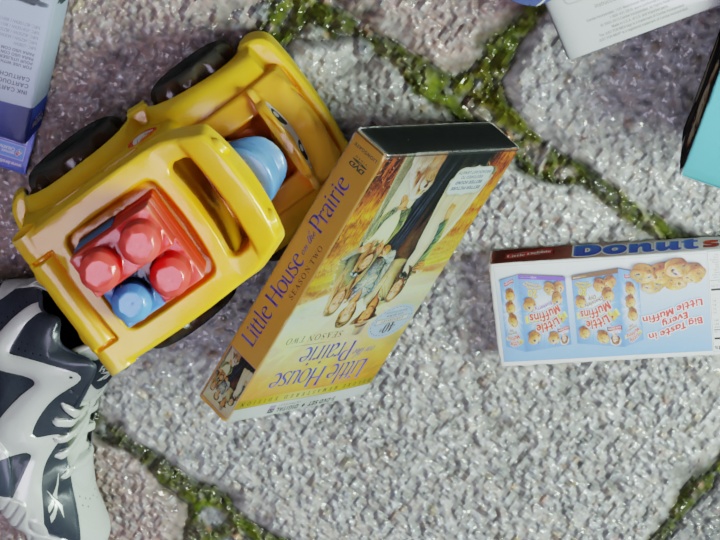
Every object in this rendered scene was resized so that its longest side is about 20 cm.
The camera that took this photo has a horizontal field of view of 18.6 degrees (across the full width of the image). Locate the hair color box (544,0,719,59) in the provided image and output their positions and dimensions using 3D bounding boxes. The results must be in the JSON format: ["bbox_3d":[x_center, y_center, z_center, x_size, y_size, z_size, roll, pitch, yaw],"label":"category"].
[{"bbox_3d":[0.127,-0.232,1.235,0.099,0.061,0.201,-19,110,17],"label":"hair color box"}]

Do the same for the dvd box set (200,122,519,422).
[{"bbox_3d":[0.000,0.000,1.316,0.029,0.146,0.200,44,116,25],"label":"dvd box set"}]

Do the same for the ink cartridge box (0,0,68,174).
[{"bbox_3d":[-0.242,-0.158,1.337,0.119,0.042,0.201,17,117,2],"label":"ink cartridge box"}]

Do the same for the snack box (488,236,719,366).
[{"bbox_3d":[0.181,0.018,1.356,0.199,0.024,0.072,-4,114,10],"label":"snack box"}]

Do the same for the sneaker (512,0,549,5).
[{"bbox_3d":[0.093,-0.216,1.137,0.080,0.115,0.200,22,131,3],"label":"sneaker"}]

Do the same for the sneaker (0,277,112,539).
[{"bbox_3d":[-0.183,0.087,1.412,0.129,0.079,0.200,-20,99,25],"label":"sneaker"}]

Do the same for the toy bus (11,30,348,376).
[{"bbox_3d":[-0.103,-0.035,1.274,0.200,0.192,0.136,-35,100,4],"label":"toy bus"}]

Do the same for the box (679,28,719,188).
[{"bbox_3d":[0.236,-0.148,1.244,0.049,0.082,0.201,18,115,2],"label":"box"}]
